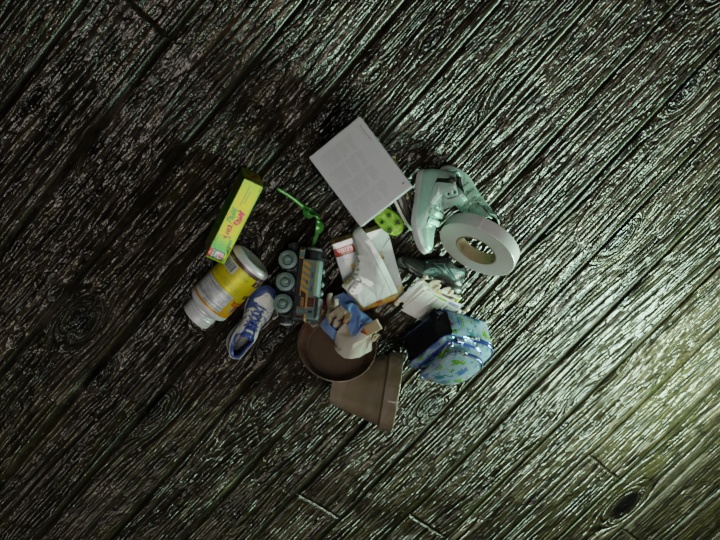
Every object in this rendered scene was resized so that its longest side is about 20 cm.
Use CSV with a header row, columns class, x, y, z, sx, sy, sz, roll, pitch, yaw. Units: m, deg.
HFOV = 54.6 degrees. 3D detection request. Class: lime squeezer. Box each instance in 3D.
class,x,y,z,sx,sy,sz,roll,pitch,yaw
lime squeezer,-0.129,-0.122,1.672,0.070,0.038,0.201,-10,119,26

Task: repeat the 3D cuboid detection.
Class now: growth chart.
class,x,y,z,sx,sy,sz,roll,pitch,yaw
growth chart,0.187,0.088,1.783,0.144,0.018,0.200,-37,128,27

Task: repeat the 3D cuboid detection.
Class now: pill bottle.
class,x,y,z,sx,sy,sz,roll,pitch,yaw
pill bottle,-0.321,0.042,1.649,0.200,0.109,0.109,-44,114,7

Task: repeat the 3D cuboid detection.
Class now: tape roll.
class,x,y,z,sx,sy,sz,roll,pitch,yaw
tape roll,0.289,-0.062,1.698,0.203,0.202,0.037,42,66,-23

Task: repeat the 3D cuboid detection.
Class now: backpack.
class,x,y,z,sx,sy,sz,roll,pitch,yaw
backpack,0.238,0.207,1.797,0.199,0.148,0.183,13,139,-32

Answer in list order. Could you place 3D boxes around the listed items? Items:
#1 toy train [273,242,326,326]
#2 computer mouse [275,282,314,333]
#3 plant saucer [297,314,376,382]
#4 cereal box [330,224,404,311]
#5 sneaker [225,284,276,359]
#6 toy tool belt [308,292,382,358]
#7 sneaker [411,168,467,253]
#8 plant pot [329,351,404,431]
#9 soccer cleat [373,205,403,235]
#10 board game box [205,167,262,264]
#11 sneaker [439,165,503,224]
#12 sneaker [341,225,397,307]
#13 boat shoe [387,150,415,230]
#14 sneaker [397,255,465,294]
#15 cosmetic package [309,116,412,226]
class,x,y,z,sx,sy,sz,roll,pitch,yaw
toy train,-0.142,0.035,1.659,0.113,0.085,0.201,5,78,1
computer mouse,-0.161,0.101,1.749,0.058,0.034,0.201,-24,115,-3
plant saucer,-0.059,0.190,1.748,0.199,0.201,0.037,-5,152,-10
cereal box,0.020,-0.004,1.742,0.143,0.040,0.201,-19,115,-3
sneaker,-0.263,0.132,1.711,0.075,0.088,0.201,25,103,-18
toy tool belt,-0.037,0.109,1.698,0.125,0.200,0.123,-24,150,-48
sneaker,0.187,-0.140,1.630,0.118,0.074,0.202,2,88,29
plant pot,0.013,0.300,1.797,0.172,0.200,0.201,8,111,1
soccer cleat,0.029,-0.165,1.668,0.067,0.081,0.200,-39,93,8
board game box,-0.291,-0.126,1.592,0.047,0.102,0.201,24,105,-21
sneaker,0.268,-0.171,1.685,0.074,0.118,0.200,-43,114,7
sneaker,0.000,0.000,1.678,0.115,0.074,0.201,-28,115,-2
boat shoe,0.097,-0.189,1.667,0.060,0.072,0.202,-28,112,5
sneaker,0.182,-0.007,1.769,0.199,0.075,0.080,22,93,-27
cosmetic package,0.002,-0.225,1.598,0.150,0.052,0.200,-37,90,11
